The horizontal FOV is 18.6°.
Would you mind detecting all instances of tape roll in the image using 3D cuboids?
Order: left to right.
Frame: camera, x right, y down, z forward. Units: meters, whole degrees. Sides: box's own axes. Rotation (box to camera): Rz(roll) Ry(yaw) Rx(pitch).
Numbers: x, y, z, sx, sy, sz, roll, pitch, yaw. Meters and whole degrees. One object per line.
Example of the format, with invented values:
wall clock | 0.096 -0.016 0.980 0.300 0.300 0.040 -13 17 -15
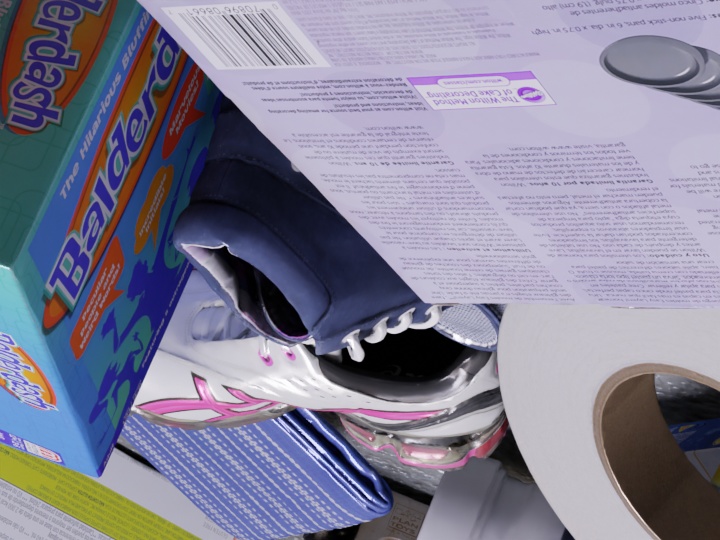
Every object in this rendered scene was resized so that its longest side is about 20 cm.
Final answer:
tape roll | 0.136 0.066 0.781 0.203 0.037 0.203 33 146 26

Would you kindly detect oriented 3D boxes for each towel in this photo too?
towel | -0.070 0.077 1.100 0.145 0.024 0.200 46 156 -10

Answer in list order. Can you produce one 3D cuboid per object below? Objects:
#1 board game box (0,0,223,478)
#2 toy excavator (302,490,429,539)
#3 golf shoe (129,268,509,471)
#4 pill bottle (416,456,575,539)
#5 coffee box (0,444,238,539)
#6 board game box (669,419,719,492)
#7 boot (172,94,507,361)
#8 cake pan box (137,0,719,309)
board game box | -0.086 -0.034 0.720 0.045 0.152 0.200 19 160 9
toy excavator | 0.004 0.195 1.246 0.100 0.195 0.200 22 132 2
golf shoe | -0.032 0.027 0.933 0.200 0.073 0.092 8 151 7
pill bottle | 0.122 0.162 1.038 0.200 0.116 0.116 20 160 9
coffee box | -0.218 0.215 1.414 0.200 0.198 0.200 32 158 -22
board game box | 0.182 0.122 0.870 0.200 0.034 0.135 -17 100 56
boot | 0.000 0.000 0.799 0.073 0.090 0.200 7 154 37
cake pan box | 0.058 -0.051 0.643 0.200 0.052 0.184 -1 148 35
